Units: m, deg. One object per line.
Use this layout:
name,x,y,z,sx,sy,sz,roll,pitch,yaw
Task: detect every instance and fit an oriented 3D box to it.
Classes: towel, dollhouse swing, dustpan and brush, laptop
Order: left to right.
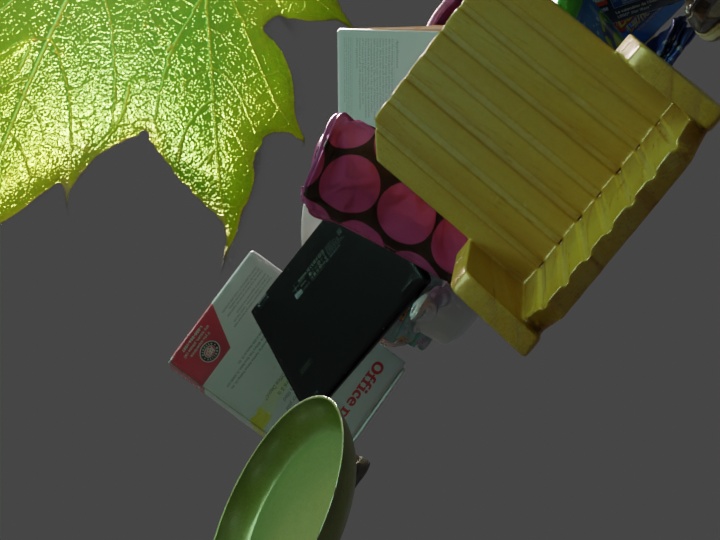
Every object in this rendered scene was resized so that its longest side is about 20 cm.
laptop,0.000,0.000,1.309,0.116,0.200,0.187,5,-46,-44
dustpan and brush,0.081,0.020,1.238,0.140,0.057,0.200,-52,2,21
dollhouse swing,0.107,-0.090,0.965,0.200,0.176,0.182,-51,2,14
towel,0.221,-0.136,1.281,0.200,0.024,0.145,-53,1,0

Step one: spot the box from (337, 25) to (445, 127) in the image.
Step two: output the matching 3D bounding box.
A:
box,0.084,-0.177,1.325,0.124,0.098,0.200,-8,14,-35

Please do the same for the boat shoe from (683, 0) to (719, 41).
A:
boat shoe,0.266,-0.216,1.031,0.072,0.066,0.201,-53,2,2

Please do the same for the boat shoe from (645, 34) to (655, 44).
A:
boat shoe,0.259,-0.233,1.441,0.202,0.072,0.060,-57,-8,-38

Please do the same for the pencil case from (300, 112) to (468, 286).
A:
pencil case,0.048,-0.046,1.157,0.094,0.199,0.091,-63,-4,12

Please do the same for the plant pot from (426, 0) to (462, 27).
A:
plant pot,0.169,-0.210,1.621,0.200,0.200,0.179,-53,-13,-10

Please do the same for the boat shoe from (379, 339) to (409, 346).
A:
boat shoe,0.073,0.000,1.596,0.200,0.076,0.072,-52,-1,-16

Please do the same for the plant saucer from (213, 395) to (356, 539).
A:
plant saucer,-0.058,0.195,1.118,0.200,0.031,0.200,-49,24,30

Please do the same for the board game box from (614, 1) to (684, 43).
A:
board game box,0.224,-0.269,1.382,0.196,0.056,0.200,-45,28,-23

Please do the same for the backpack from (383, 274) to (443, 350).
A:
backpack,0.051,-0.007,1.431,0.200,0.126,0.167,-54,-15,-71

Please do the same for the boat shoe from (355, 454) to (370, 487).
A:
boat shoe,-0.047,0.177,1.245,0.076,0.074,0.200,-53,2,-12

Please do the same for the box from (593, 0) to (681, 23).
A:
box,0.281,-0.295,1.254,0.137,0.040,0.200,-15,31,29

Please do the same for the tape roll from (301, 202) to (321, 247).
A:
tape roll,0.032,-0.075,1.713,0.203,0.139,0.204,14,-90,-71

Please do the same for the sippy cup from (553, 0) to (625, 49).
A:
sippy cup,0.166,-0.159,1.164,0.139,0.130,0.178,-13,46,59

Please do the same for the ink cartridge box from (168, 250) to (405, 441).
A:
ink cartridge box,-0.076,0.100,1.475,0.145,0.200,0.083,-53,-1,-12
